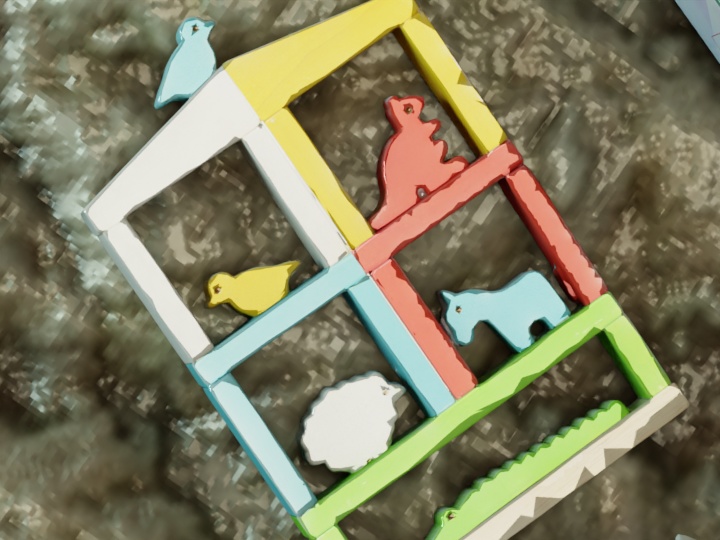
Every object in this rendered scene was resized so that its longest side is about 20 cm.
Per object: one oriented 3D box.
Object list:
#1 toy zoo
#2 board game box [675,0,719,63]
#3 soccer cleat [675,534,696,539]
[{"bbox_3d":[0.000,0.000,0.948,0.131,0.020,0.200,-35,93,-8],"label":"toy zoo"},{"bbox_3d":[0.210,-0.117,0.972,0.200,0.041,0.200,-37,94,-8],"label":"board game box"},{"bbox_3d":[0.047,0.144,0.910,0.199,0.085,0.069,-14,121,-6],"label":"soccer cleat"}]
